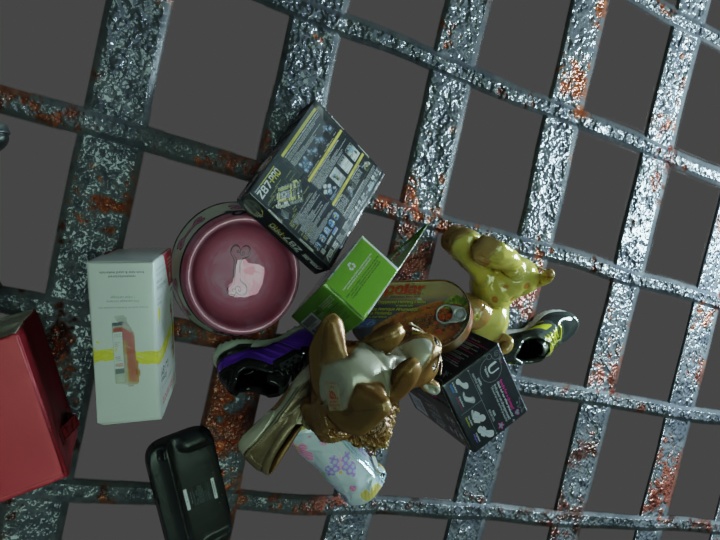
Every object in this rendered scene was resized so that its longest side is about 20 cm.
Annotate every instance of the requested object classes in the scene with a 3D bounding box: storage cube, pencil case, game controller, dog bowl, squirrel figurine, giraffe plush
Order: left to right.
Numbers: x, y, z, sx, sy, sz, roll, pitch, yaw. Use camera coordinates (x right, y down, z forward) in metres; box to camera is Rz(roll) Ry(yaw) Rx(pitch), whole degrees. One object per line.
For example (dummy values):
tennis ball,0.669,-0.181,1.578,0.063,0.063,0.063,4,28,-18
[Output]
storage cube,-0.464,0.169,0.753,0.197,0.170,0.183,-18,102,-19
game controller,-0.257,0.341,0.941,0.103,0.042,0.204,-18,105,-35
dog bowl,-0.176,0.003,0.904,0.196,0.074,0.205,-3,98,-22
pencil case,-0.045,0.285,0.987,0.201,0.090,0.084,50,52,-18
squirrel figurine,0.021,0.153,0.843,0.185,0.142,0.202,-12,141,-45
giraffe plush,0.206,0.039,1.022,0.197,0.173,0.165,25,93,-12

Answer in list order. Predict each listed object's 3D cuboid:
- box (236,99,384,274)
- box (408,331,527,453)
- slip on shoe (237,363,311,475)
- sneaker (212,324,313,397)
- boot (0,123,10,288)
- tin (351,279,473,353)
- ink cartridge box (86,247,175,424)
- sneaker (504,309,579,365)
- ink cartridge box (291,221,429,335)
box,-0.065,-0.123,0.908,0.161,0.049,0.202,43,57,-24
box,0.150,0.174,0.995,0.114,0.199,0.134,-32,108,-14
slip on shoe,-0.088,0.202,0.889,0.060,0.076,0.200,41,78,21
sneaker,-0.115,0.144,0.926,0.196,0.100,0.071,-11,125,-17
boot,-0.490,-0.066,0.765,0.162,0.066,0.204,-16,100,-11
tin,0.079,0.072,0.970,0.042,0.196,0.114,44,50,-58
ink cartridge box,-0.296,0.079,0.819,0.082,0.145,0.205,-1,99,-9
sneaker,0.329,0.132,1.128,0.197,0.084,0.076,-19,105,-19
ink cartridge box,0.000,0.000,0.921,0.075,0.148,0.201,39,58,-6
